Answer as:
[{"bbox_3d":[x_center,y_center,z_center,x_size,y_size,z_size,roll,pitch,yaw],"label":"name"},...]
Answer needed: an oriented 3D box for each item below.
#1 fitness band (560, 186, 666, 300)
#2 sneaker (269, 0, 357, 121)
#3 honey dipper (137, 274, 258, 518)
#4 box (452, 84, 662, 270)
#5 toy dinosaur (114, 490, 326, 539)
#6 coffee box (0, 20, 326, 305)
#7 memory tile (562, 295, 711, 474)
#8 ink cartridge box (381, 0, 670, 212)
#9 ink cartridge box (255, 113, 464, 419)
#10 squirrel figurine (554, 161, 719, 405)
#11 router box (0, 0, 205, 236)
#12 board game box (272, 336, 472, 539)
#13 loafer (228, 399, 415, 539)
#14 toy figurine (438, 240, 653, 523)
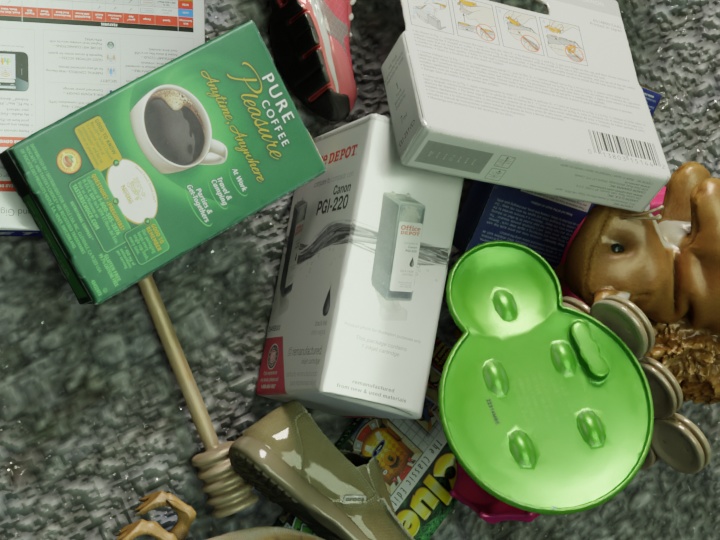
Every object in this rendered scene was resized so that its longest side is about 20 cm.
[{"bbox_3d":[0.249,0.006,1.382,0.199,0.037,0.145,-1,111,-27],"label":"fitness band"},{"bbox_3d":[-0.026,-0.214,1.281,0.086,0.074,0.202,-19,94,-26],"label":"sneaker"},{"bbox_3d":[-0.125,0.079,1.236,0.038,0.038,0.201,-23,95,-24],"label":"honey dipper"},{"bbox_3d":[0.145,-0.064,1.334,0.121,0.032,0.201,15,103,-35],"label":"box"},{"bbox_3d":[-0.117,0.207,1.217,0.199,0.060,0.107,-34,103,2],"label":"toy dinosaur"},{"bbox_3d":[-0.133,-0.075,1.184,0.199,0.044,0.124,-33,101,-22],"label":"coffee box"},{"bbox_3d":[0.165,0.083,1.273,0.017,0.199,0.154,-39,110,-29],"label":"memory tile"},{"bbox_3d":[0.111,-0.137,1.225,0.199,0.045,0.177,10,50,-24],"label":"ink cartridge box"},{"bbox_3d":[0.000,0.000,1.238,0.084,0.145,0.202,16,80,-20],"label":"ink cartridge box"},{"bbox_3d":[0.242,0.022,1.287,0.185,0.142,0.201,-6,114,-18],"label":"squirrel figurine"},{"bbox_3d":[-0.208,-0.114,1.204,0.199,0.049,0.181,1,86,-25],"label":"router box"},{"bbox_3d":[0.028,0.155,1.310,0.105,0.023,0.200,44,71,-18],"label":"board game box"},{"bbox_3d":[-0.004,0.167,1.237,0.200,0.076,0.068,43,72,-24],"label":"loafer"},{"bbox_3d":[0.107,0.104,1.249,0.149,0.184,0.201,-16,70,-14],"label":"toy figurine"}]
